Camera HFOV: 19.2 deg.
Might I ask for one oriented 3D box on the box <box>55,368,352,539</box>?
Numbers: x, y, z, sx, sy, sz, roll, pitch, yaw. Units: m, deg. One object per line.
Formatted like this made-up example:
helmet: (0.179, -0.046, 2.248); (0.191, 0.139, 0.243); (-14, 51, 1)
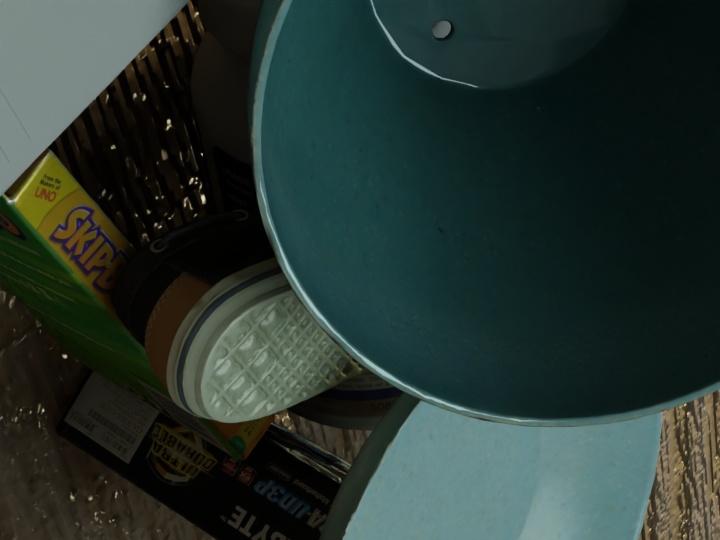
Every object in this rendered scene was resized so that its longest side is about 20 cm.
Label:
box: (-0.008, 0.105, 0.872); (0.046, 0.159, 0.200); (-60, 146, -3)

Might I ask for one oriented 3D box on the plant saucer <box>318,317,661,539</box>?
plant saucer: (0.035, 0.095, 0.749); (0.201, 0.039, 0.202); (-31, 132, -42)

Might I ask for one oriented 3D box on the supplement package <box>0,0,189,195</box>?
supplement package: (-0.115, -0.162, 0.554); (0.200, 0.147, 0.191); (-49, 144, -16)

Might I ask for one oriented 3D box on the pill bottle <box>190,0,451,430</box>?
pill bottle: (-0.003, -0.045, 0.812); (0.116, 0.116, 0.200); (-39, 141, -29)

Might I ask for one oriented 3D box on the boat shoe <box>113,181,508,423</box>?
boat shoe: (0.000, 0.000, 0.725); (0.200, 0.062, 0.075); (-15, 128, -44)

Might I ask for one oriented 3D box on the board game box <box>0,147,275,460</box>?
board game box: (-0.105, -0.005, 0.724); (0.030, 0.095, 0.200); (-55, 146, -11)

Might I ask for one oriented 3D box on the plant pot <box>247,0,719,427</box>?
plant pot: (0.057, -0.073, 0.645); (0.199, 0.135, 0.201); (-5, 119, -9)
